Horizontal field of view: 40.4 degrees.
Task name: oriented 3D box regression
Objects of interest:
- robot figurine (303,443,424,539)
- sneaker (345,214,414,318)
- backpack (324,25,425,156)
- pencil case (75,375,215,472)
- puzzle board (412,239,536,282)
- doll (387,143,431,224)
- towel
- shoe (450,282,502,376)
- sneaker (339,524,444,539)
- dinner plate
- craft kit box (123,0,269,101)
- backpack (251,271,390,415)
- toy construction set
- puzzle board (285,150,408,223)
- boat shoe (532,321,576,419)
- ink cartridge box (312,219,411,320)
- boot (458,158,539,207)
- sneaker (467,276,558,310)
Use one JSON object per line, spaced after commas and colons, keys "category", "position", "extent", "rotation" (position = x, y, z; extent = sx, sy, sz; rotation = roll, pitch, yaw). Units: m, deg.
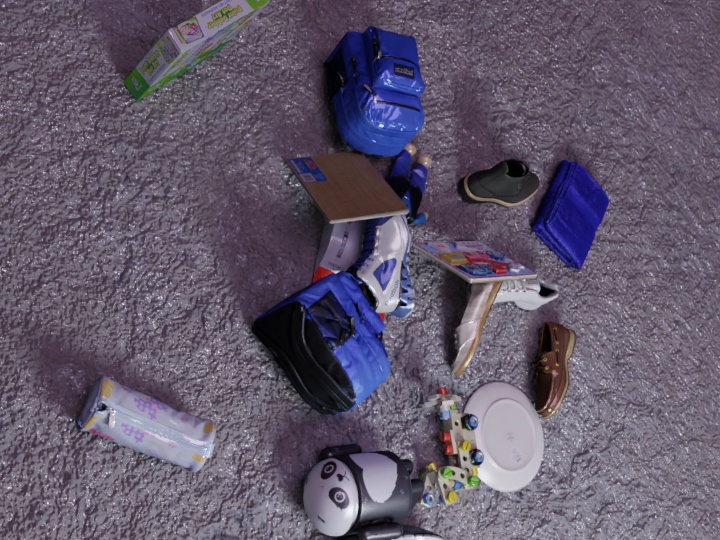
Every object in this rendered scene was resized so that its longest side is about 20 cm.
{"category": "robot figurine", "position": [0.005, 0.354, 1.566], "extent": [0.197, 0.149, 0.127], "rotation": [0, 92, -33]}
{"category": "sneaker", "position": [0.023, -0.015, 1.664], "extent": [0.114, 0.080, 0.203], "rotation": [-5, 83, -34]}
{"category": "backpack", "position": [0.031, -0.319, 1.754], "extent": [0.160, 0.168, 0.203], "rotation": [4, 67, -24]}
{"category": "pencil case", "position": [-0.309, 0.224, 1.424], "extent": [0.198, 0.090, 0.084], "rotation": [28, 62, -24]}
{"category": "puzzle board", "position": [0.211, -0.021, 1.785], "extent": [0.198, 0.150, 0.018], "rotation": [-2, 118, -46]}
{"category": "doll", "position": [0.075, -0.143, 1.783], "extent": [0.136, 0.048, 0.202], "rotation": [33, 47, -20]}
{"category": "towel", "position": [0.444, -0.119, 2.037], "extent": [0.147, 0.049, 0.201], "rotation": [40, 59, -16]}
{"category": "shoe", "position": [0.203, 0.095, 1.797], "extent": [0.053, 0.070, 0.202], "rotation": [23, 84, 6]}
{"category": "sneaker", "position": [0.049, 0.469, 1.599], "extent": [0.197, 0.074, 0.089], "rotation": [-3, 90, -27]}
{"category": "dinner plate", "position": [0.271, 0.307, 1.817], "extent": [0.198, 0.024, 0.204], "rotation": [9, 72, -30]}
{"category": "craft kit box", "position": [-0.263, -0.365, 1.559], "extent": [0.197, 0.199, 0.049], "rotation": [-38, 98, -34]}
{"category": "backpack", "position": [-0.041, 0.117, 1.575], "extent": [0.167, 0.162, 0.202], "rotation": [-33, 94, -34]}
{"category": "toy construction set", "position": [0.153, 0.306, 1.706], "extent": [0.129, 0.092, 0.204], "rotation": [2, 86, -32]}
{"category": "puzzle board", "position": [-0.026, -0.143, 1.678], "extent": [0.149, 0.018, 0.201], "rotation": [-9, 39, -25]}
{"category": "boat shoe", "position": [0.361, 0.189, 1.885], "extent": [0.067, 0.072, 0.202], "rotation": [30, 56, -16]}
{"category": "ink cartridge box", "position": [0.000, 0.000, 1.715], "extent": [0.159, 0.047, 0.203], "rotation": [24, 62, -26]}
{"category": "boot", "position": [0.309, -0.178, 1.912], "extent": [0.198, 0.138, 0.079], "rotation": [-12, 82, -36]}
{"category": "sneaker", "position": [0.293, 0.028, 1.874], "extent": [0.197, 0.087, 0.076], "rotation": [5, 75, -30]}
